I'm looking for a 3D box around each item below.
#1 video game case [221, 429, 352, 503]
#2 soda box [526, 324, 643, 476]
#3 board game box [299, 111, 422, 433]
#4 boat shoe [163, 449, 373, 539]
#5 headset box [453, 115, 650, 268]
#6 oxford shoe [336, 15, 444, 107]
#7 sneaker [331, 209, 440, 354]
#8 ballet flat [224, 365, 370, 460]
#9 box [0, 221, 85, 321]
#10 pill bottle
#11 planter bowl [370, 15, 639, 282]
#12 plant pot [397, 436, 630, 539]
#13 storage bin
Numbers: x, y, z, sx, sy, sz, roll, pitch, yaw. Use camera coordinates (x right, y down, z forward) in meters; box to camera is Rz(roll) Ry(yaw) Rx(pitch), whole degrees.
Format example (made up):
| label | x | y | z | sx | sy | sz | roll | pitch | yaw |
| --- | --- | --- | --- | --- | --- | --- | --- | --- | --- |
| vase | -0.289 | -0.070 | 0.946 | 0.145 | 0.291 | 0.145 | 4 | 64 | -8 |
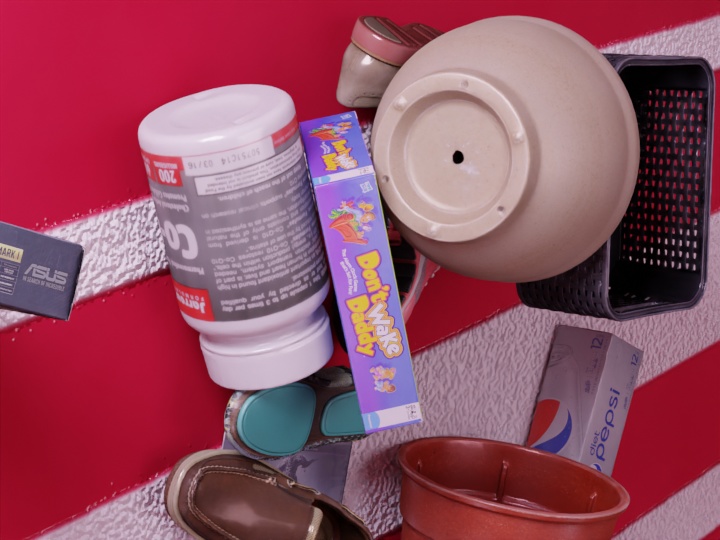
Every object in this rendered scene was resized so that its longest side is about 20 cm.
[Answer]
| label | x | y | z | sx | sy | sz | roll | pitch | yaw |
| --- | --- | --- | --- | --- | --- | --- | --- | --- | --- |
| video game case | -0.073 | 0.225 | 1.485 | 0.143 | 0.019 | 0.201 | 13 | 87 | -51 |
| soda box | 0.203 | 0.157 | 1.770 | 0.068 | 0.063 | 0.201 | 26 | 76 | -50 |
| board game box | 0.000 | 0.000 | 1.388 | 0.135 | 0.045 | 0.201 | -104 | -177 | -65 |
| boat shoe | -0.060 | 0.185 | 1.420 | 0.202 | 0.075 | 0.075 | 25 | 77 | -49 |
| headset box | 0.137 | -0.093 | 1.522 | 0.200 | 0.077 | 0.150 | 25 | 78 | -46 |
| oxford shoe | 0.045 | -0.159 | 1.537 | 0.200 | 0.070 | 0.075 | 5 | 119 | -52 |
| sneaker | 0.045 | -0.013 | 1.542 | 0.087 | 0.073 | 0.201 | 37 | 69 | -50 |
| ballet flat | -0.054 | 0.105 | 1.446 | 0.200 | 0.074 | 0.075 | 6 | 92 | -53 |
| box | -0.283 | -0.020 | 1.076 | 0.200 | 0.157 | 0.051 | 18 | 83 | -49 |
| pill bottle | -0.085 | -0.022 | 1.350 | 0.114 | 0.114 | 0.201 | -33 | 121 | -42 |
| planter bowl | 0.089 | -0.085 | 1.356 | 0.135 | 0.199 | 0.201 | -12 | 107 | -65 |
| plant pot | 0.113 | 0.266 | 1.594 | 0.200 | 0.200 | 0.196 | -3 | 107 | -50 |
| storage bin | 0.200 | -0.069 | 1.469 | 0.135 | 0.094 | 0.201 | -7 | 100 | -44 |
